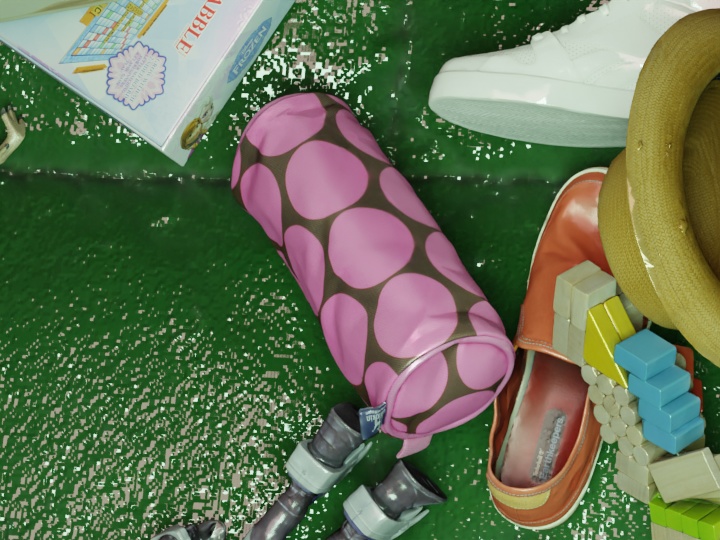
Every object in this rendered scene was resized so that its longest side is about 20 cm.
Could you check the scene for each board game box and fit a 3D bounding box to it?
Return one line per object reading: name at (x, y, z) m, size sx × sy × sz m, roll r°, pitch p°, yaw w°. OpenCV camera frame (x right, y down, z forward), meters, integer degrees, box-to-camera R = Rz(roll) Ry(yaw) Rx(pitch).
board game box at (-0.128, -0.197, 1.608) m, size 0.199 × 0.041 × 0.201 m, roll 35°, pitch 89°, yaw 19°

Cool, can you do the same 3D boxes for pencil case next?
pencil case at (0.000, 0.000, 1.495) m, size 0.090 × 0.094 × 0.201 m, roll -12°, pitch 52°, yaw -26°

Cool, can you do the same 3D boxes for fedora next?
fedora at (0.180, -0.032, 1.412) m, size 0.082 × 0.200 × 0.202 m, roll -19°, pitch 71°, yaw 45°

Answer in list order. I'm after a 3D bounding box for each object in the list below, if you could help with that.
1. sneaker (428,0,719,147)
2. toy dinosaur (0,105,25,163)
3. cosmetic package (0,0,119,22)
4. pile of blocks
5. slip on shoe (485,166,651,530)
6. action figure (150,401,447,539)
sneaker at (0.139, -0.131, 1.515) m, size 0.198 × 0.074 × 0.116 m, roll 2°, pitch 77°, yaw 5°
toy dinosaur at (-0.247, -0.061, 1.613) m, size 0.101 × 0.058 × 0.201 m, roll -32°, pitch 64°, yaw 21°
cosmetic package at (-0.242, -0.194, 1.579) m, size 0.199 × 0.071 × 0.106 m, roll -7°, pitch 76°, yaw 15°
pile of blocks at (0.170, 0.081, 1.435) m, size 0.062 × 0.082 × 0.201 m, roll -27°, pitch 95°, yaw -35°
slip on shoe at (0.112, 0.039, 1.486) m, size 0.074 × 0.061 × 0.201 m, roll 14°, pitch 80°, yaw 18°
action figure at (-0.050, 0.169, 1.499) m, size 0.200 × 0.069 × 0.130 m, roll -45°, pitch 78°, yaw 6°
